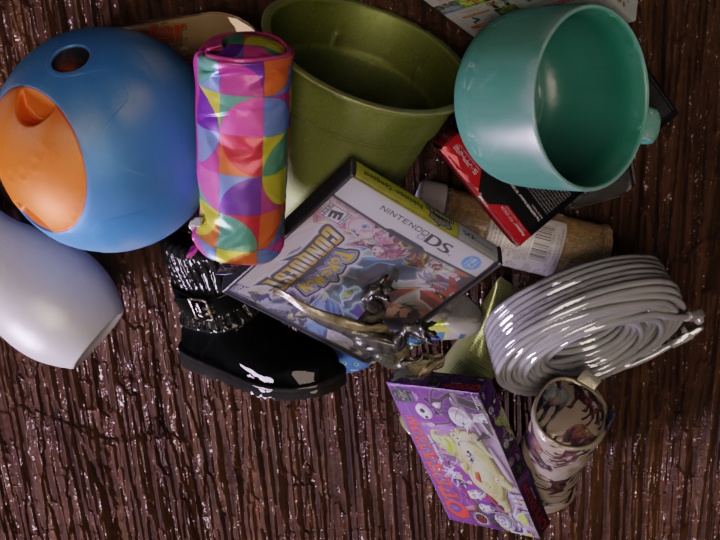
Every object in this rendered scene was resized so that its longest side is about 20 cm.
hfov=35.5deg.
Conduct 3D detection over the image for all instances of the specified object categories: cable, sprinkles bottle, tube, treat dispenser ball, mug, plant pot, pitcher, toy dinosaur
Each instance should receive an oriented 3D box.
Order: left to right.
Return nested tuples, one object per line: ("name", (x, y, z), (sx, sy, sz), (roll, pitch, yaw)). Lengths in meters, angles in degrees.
("pitcher", (-0.358, 0.022, 1.175), (0.200, 0.121, 0.172), (40, 130, -2))
("treat dispenser ball", (-0.227, -0.117, 1.012), (0.200, 0.201, 0.201), (1, 113, 3))
("plant pot", (-0.022, -0.126, 1.057), (0.200, 0.200, 0.190), (20, 126, -5))
("toy dinosaur", (0.018, 0.053, 1.065), (0.200, 0.048, 0.088), (31, 137, -25))
("tube", (0.120, 0.101, 1.208), (0.052, 0.058, 0.200), (46, 111, 26))
("sprinkles bottle", (0.149, -0.036, 1.133), (0.200, 0.068, 0.068), (14, 113, -2))
("mug", (0.161, -0.136, 0.963), (0.152, 0.114, 0.185), (-55, 127, -21))
("cable", (0.220, 0.055, 1.112), (0.200, 0.069, 0.200), (-33, 149, 28))

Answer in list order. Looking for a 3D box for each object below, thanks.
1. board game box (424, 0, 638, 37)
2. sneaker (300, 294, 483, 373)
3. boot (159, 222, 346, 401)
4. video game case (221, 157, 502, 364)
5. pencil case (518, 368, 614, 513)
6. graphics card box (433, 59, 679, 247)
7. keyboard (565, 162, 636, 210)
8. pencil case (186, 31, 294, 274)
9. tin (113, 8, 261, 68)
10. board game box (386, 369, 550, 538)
("board game box", (0.122, -0.265, 0.953), (0.147, 0.064, 0.200), (-6, 156, 43))
("sneaker", (0.026, 0.060, 1.188), (0.200, 0.076, 0.105), (12, 126, 6))
("boot", (-0.113, 0.039, 1.146), (0.211, 0.079, 0.158), (11, 116, 26))
("video game case", (0.000, 0.000, 1.056), (0.181, 0.026, 0.200), (29, 130, -28))
("pencil case", (0.205, 0.184, 1.170), (0.078, 0.089, 0.200), (44, 157, 22))
("graphics card box", (0.182, -0.134, 1.058), (0.200, 0.051, 0.126), (-40, 104, 3))
("keyboard", (0.194, -0.154, 1.106), (0.127, 0.021, 0.200), (-15, 111, 3))
("pencil case", (-0.102, -0.098, 0.946), (0.088, 0.088, 0.200), (7, 116, 1))
("tin", (-0.180, -0.194, 1.103), (0.200, 0.042, 0.112), (-7, 117, 7))
("board game box", (0.112, 0.190, 1.167), (0.120, 0.032, 0.200), (5, 129, 45))
